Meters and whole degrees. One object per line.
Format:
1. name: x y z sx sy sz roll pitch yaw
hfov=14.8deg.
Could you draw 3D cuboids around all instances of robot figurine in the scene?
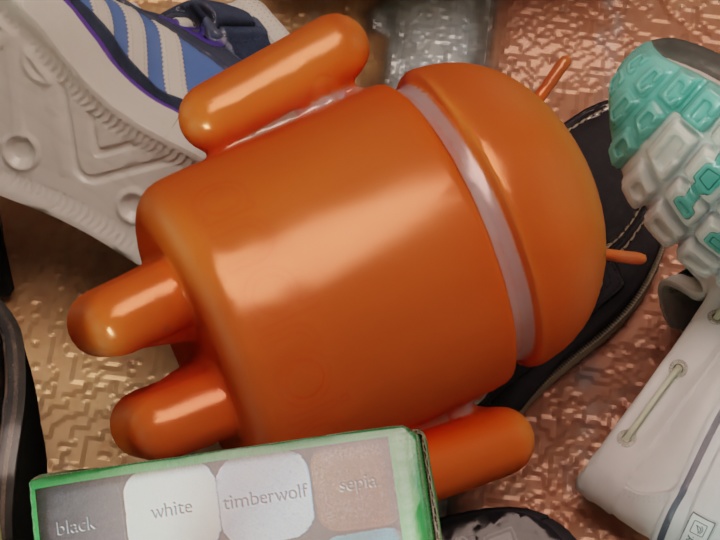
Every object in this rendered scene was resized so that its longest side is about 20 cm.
1. robot figurine: 0.001 0.002 0.960 0.199 0.117 0.144 -25 55 -13

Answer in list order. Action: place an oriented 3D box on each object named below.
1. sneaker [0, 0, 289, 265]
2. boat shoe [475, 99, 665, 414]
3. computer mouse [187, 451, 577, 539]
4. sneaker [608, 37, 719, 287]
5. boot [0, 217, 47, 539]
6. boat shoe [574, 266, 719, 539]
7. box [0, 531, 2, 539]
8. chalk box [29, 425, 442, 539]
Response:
1. sneaker: -0.096 -0.079 1.074 0.199 0.081 0.147 34 27 0
2. boat shoe: 0.066 -0.001 1.065 0.072 0.063 0.200 32 61 15
3. computer mouse: -0.022 0.121 0.991 0.199 0.046 0.141 -25 69 -7
4. sneaker: 0.173 -0.029 1.001 0.199 0.078 0.092 35 47 -17
5. boot: -0.210 0.037 1.027 0.173 0.069 0.201 -11 52 -7
6. boat shoe: 0.146 0.015 1.054 0.066 0.074 0.201 26 60 9
7. box: -0.209 0.113 0.890 0.175 0.201 0.097 19 57 9
8. chalk box: -0.031 0.127 0.857 0.123 0.200 0.125 -8 72 1
